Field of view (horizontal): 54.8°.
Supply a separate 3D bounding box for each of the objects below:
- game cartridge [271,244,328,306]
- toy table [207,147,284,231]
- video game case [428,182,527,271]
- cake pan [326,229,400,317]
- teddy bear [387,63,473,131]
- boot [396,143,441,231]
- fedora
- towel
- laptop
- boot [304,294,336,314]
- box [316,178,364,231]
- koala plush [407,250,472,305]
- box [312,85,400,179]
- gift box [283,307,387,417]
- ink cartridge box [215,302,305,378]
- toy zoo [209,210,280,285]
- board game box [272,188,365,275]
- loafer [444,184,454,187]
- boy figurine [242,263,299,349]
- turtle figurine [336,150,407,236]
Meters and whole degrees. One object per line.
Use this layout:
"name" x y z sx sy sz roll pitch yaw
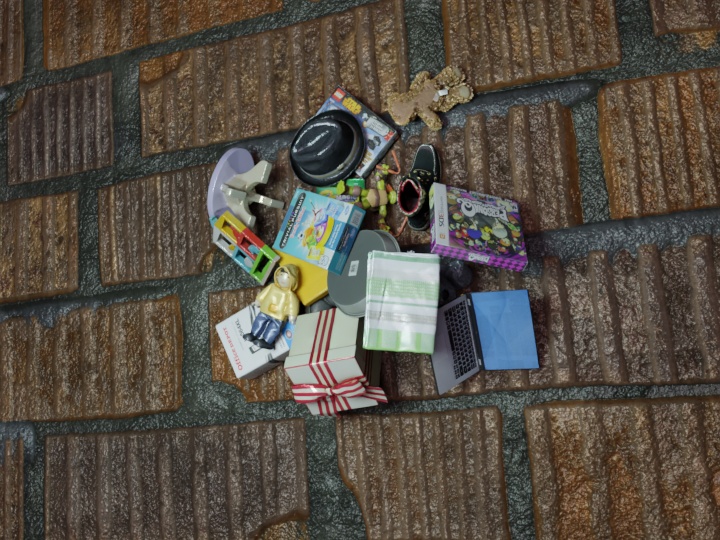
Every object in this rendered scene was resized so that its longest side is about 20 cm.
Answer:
"game cartridge" -0.092 -0.037 1.618 0.200 0.032 0.177 -34 68 15
"toy table" -0.285 -0.190 1.691 0.117 0.183 0.201 21 109 36
"video game case" 0.242 -0.093 1.448 0.199 0.036 0.182 12 49 -9
"cake pan" 0.000 0.000 1.492 0.200 0.037 0.201 -23 54 37
"teddy bear" 0.163 -0.399 1.620 0.200 0.067 0.145 -41 82 3
"boot" 0.132 -0.200 1.547 0.073 0.154 0.205 7 84 15
"fedora" -0.093 -0.296 1.630 0.199 0.092 0.202 -3 83 20
"towel" 0.082 0.061 1.385 0.148 0.031 0.201 4 82 5
"laptop" 0.251 0.150 1.444 0.116 0.199 0.188 15 124 54
"boot" -0.030 0.073 1.624 0.199 0.073 0.183 -8 82 11
"box" -0.051 -0.124 1.661 0.117 0.048 0.201 1 82 19
"koala plush" 0.127 0.051 1.494 0.183 0.200 0.179 9 86 20
"box" -0.021 -0.335 1.680 0.200 0.040 0.137 43 99 19
"gift box" -0.042 0.211 1.523 0.184 0.200 0.187 -16 36 20
"ink cartridge box" -0.226 0.153 1.666 0.199 0.084 0.147 -30 74 13
"toy zoo" -0.288 -0.062 1.674 0.200 0.131 0.020 42 56 2
"board game box" -0.096 -0.090 1.555 0.199 0.047 0.152 20 88 44
"loafer" 0.246 -0.106 1.549 0.200 0.073 0.071 46 111 21
"boy figurine" -0.189 0.081 1.585 0.124 0.064 0.201 29 94 27
"turtle figurine" 0.026 -0.177 1.609 0.160 0.064 0.201 -4 95 -25
